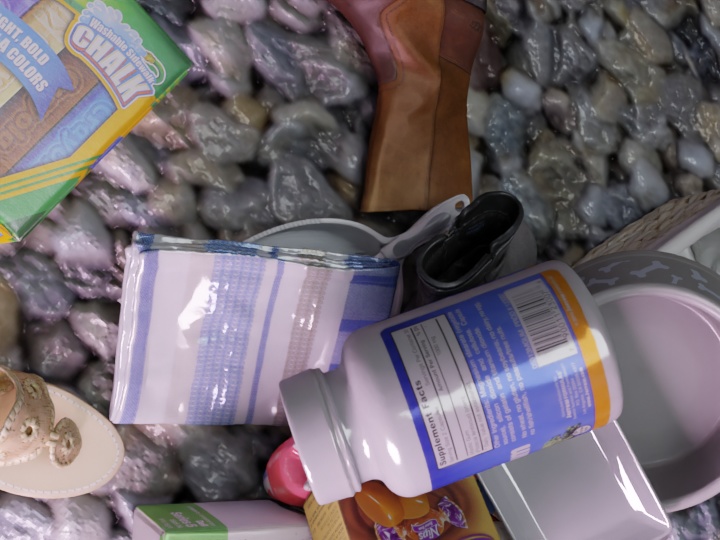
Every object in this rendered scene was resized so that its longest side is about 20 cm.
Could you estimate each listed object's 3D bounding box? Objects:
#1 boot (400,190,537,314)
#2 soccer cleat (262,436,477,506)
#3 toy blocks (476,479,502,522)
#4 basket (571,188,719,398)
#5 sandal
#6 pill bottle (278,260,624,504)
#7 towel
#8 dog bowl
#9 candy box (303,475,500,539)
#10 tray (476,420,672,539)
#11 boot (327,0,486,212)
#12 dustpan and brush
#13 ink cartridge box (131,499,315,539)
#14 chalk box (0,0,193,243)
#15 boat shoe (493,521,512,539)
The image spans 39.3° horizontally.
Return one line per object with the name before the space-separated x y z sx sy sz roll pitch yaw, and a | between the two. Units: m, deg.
boot | 0.096 -0.011 0.755 0.070 0.132 0.200 30 48 12
soccer cleat | 0.022 0.140 0.767 0.199 0.076 0.067 -6 73 -27
toy blocks | 0.133 0.198 0.827 0.137 0.100 0.200 43 70 -8
basket | 0.271 0.024 0.869 0.199 0.123 0.136 -31 103 -24
sandal | -0.243 0.093 0.646 0.211 0.070 0.078 34 76 -22
pill bottle | 0.054 0.076 0.641 0.199 0.112 0.113 -20 99 -3
towel | -0.075 0.049 0.716 0.199 0.024 0.148 5 113 -20
dog bowl | 0.209 0.089 0.751 0.199 0.059 0.201 2 103 10
candy box | 0.047 0.222 0.653 0.116 0.057 0.201 2 47 -28
tray | 0.133 0.125 0.725 0.107 0.022 0.201 -28 97 6
boot | 0.012 -0.146 0.791 0.187 0.068 0.201 2 96 -34
dustpan and brush | 0.000 0.000 0.771 0.200 0.057 0.140 -37 105 -21
ink cartridge box | -0.061 0.245 0.727 0.199 0.084 0.147 3 88 -27
chalk box | -0.198 -0.129 0.640 0.124 0.124 0.200 47 72 -18
boat shoe | 0.062 0.263 0.712 0.072 0.061 0.202 29 45 15
